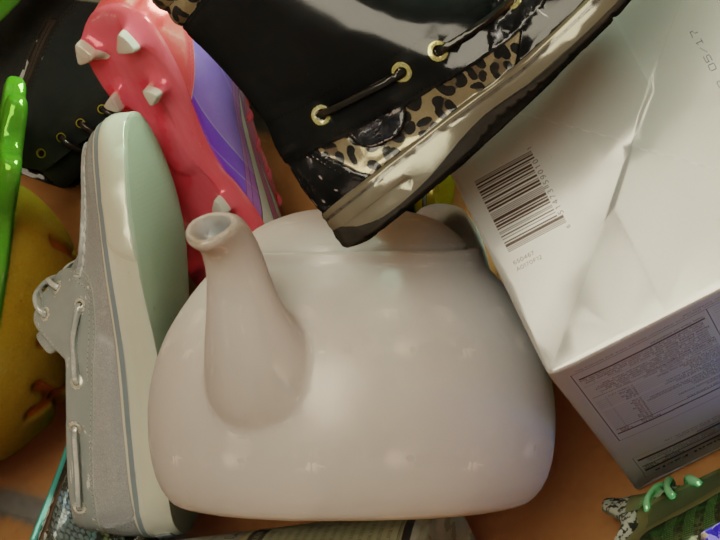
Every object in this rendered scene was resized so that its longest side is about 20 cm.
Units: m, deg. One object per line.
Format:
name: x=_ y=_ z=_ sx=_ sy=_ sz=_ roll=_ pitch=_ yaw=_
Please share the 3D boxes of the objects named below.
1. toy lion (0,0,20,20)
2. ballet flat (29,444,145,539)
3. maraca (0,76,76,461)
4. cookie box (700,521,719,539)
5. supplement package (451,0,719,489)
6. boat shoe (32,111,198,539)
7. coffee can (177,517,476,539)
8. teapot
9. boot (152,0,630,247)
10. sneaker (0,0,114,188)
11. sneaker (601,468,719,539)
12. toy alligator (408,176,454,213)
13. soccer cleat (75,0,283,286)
toy lion: x=-0.235 y=-0.169 z=1.399 sx=0.192 sy=0.069 sz=0.200 roll=-52 pitch=38 yaw=-2
ballet flat: x=-0.110 y=0.066 z=1.316 sx=0.074 sy=0.074 sz=0.201 roll=11 pitch=79 yaw=21
maraca: x=-0.186 y=0.006 z=1.308 sx=0.106 sy=0.137 sz=0.201 roll=8 pitch=104 yaw=-14
cookie box: x=0.248 y=0.117 z=1.100 sx=0.171 sy=0.200 sz=0.075 roll=-30 pitch=67 yaw=7
supplement package: x=0.140 y=-0.021 z=1.179 sx=0.150 sy=0.200 sz=0.152 roll=-27 pitch=66 yaw=7
boat shoe: x=-0.121 y=0.028 z=1.239 sx=0.071 sy=0.070 sz=0.202 roll=-4 pitch=94 yaw=16
coffee can: x=-0.046 y=0.190 z=1.201 sx=0.199 sy=0.146 sz=0.147 roll=-9 pitch=70 yaw=15
teapot: x=-0.002 y=0.031 z=1.181 sx=0.196 sy=0.200 sz=0.147 roll=0 pitch=90 yaw=-17
boot: x=0.021 y=-0.129 z=1.075 sx=0.203 sy=0.073 sz=0.154 roll=-43 pitch=90 yaw=5
sneaker: x=-0.110 y=-0.088 z=1.362 sx=0.199 sy=0.075 sz=0.107 roll=10 pitch=80 yaw=30
sneaker: x=0.150 y=0.117 z=1.207 sx=0.200 sy=0.077 sz=0.089 roll=-47 pitch=56 yaw=-4
toy alligator: x=0.000 y=0.000 z=1.299 sx=0.059 sy=0.054 sz=0.201 roll=10 pitch=76 yaw=21
soccer cleat: x=-0.069 y=-0.057 z=1.292 sx=0.066 sy=0.201 sz=0.077 roll=-4 pitch=33 yaw=42
